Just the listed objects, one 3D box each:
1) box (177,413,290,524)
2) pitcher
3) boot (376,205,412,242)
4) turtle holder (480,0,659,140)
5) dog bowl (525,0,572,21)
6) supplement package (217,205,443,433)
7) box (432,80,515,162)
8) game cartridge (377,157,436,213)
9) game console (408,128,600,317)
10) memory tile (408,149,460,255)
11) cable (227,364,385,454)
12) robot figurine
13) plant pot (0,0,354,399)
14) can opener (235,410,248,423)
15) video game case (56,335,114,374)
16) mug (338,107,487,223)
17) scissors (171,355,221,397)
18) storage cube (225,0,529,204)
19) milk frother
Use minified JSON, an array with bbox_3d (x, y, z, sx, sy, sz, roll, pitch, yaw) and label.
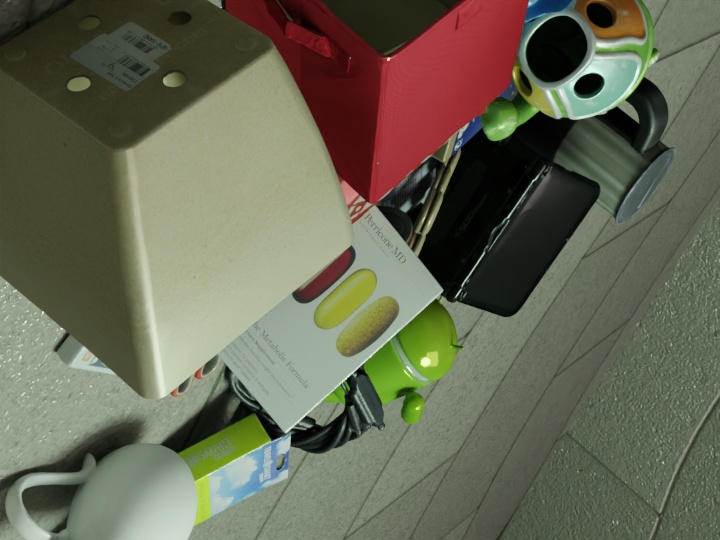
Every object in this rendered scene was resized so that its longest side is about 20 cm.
[{"bbox_3d":[-0.176,0.238,1.525,0.198,0.048,0.123,-26,153,-20],"label":"box"},{"bbox_3d":[-0.251,0.237,1.320,0.120,0.172,0.200,-31,-168,26],"label":"pitcher"},{"bbox_3d":[0.000,0.000,1.454,0.187,0.069,0.200,-36,164,14],"label":"boot"},{"bbox_3d":[0.199,-0.219,1.358,0.183,0.143,0.131,-11,-174,28],"label":"turtle holder"},{"bbox_3d":[0.124,-0.267,1.256,0.200,0.112,0.049,-42,-158,-23],"label":"dog bowl"},{"bbox_3d":[-0.036,0.038,1.284,0.200,0.114,0.110,-42,-171,-3],"label":"supplement package"},{"bbox_3d":[0.138,-0.212,1.436,0.200,0.032,0.122,-46,158,-45],"label":"box"},{"bbox_3d":[0.028,-0.106,1.435,0.133,0.041,0.201,-47,161,-20],"label":"game cartridge"},{"bbox_3d":[0.153,-0.065,1.594,0.201,0.175,0.116,-57,166,17],"label":"game console"},{"bbox_3d":[0.059,-0.030,1.471,0.154,0.017,0.202,-66,180,-55],"label":"memory tile"},{"bbox_3d":[-0.067,0.124,1.495,0.201,0.161,0.051,61,31,-37],"label":"cable"},{"bbox_3d":[0.031,0.097,1.632,0.198,0.178,0.115,-26,159,24],"label":"robot figurine"},{"bbox_3d":[-0.139,-0.078,0.898,0.199,0.199,0.179,-38,147,-29],"label":"plant pot"},{"bbox_3d":[-0.078,0.130,1.577,0.201,0.053,0.067,-52,177,35],"label":"can opener"},{"bbox_3d":[-0.171,0.022,1.241,0.183,0.023,0.200,-52,161,4],"label":"video game case"},{"bbox_3d":[0.003,-0.116,1.223,0.200,0.133,0.178,-44,158,-6],"label":"mug"},{"bbox_3d":[-0.145,0.051,1.366,0.073,0.014,0.201,-26,151,-47],"label":"scissors"},{"bbox_3d":[0.015,-0.198,1.027,0.200,0.171,0.181,-41,160,-24],"label":"storage cube"},{"bbox_3d":[0.257,-0.150,1.634,0.200,0.188,0.181,-42,159,-22],"label":"milk frother"}]
